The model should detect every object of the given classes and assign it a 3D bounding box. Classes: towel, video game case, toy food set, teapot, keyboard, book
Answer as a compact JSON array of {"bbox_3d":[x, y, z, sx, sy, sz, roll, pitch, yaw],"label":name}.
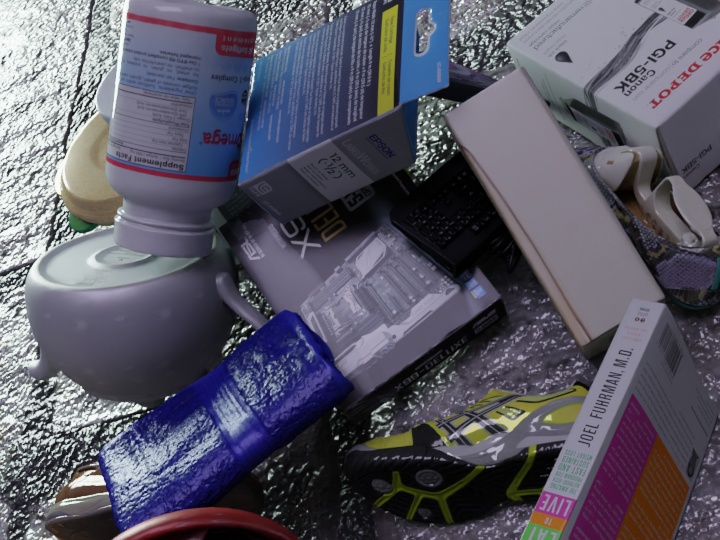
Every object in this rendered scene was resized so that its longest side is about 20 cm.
[{"bbox_3d":[-0.107,0.113,1.001,0.200,0.050,0.148,-39,20,-5],"label":"towel"},{"bbox_3d":[0.058,-0.178,1.214,0.200,0.142,0.019,35,114,56],"label":"video game case"},{"bbox_3d":[-0.231,-0.118,1.414,0.200,0.049,0.198,-37,43,-2],"label":"toy food set"},{"bbox_3d":[-0.188,0.052,1.177,0.196,0.147,0.200,-14,21,-18],"label":"teapot"},{"bbox_3d":[0.118,-0.069,1.104,0.104,0.040,0.200,39,50,11],"label":"keyboard"},{"bbox_3d":[0.171,0.138,0.881,0.048,0.134,0.201,10,59,37],"label":"book"}]

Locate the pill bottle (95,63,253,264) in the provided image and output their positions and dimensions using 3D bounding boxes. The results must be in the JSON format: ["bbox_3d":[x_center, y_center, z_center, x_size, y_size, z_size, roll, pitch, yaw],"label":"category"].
[{"bbox_3d":[-0.150,-0.106,1.243,0.112,0.200,0.114,-16,45,18],"label":"pill bottle"}]

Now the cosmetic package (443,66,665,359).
[{"bbox_3d":[0.146,-0.040,1.009,0.073,0.104,0.201,-31,76,5],"label":"cosmetic package"}]

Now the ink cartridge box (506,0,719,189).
[{"bbox_3d":[0.246,-0.176,1.147,0.147,0.083,0.200,-41,43,-8],"label":"ink cartridge box"}]

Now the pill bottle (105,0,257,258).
[{"bbox_3d":[-0.149,-0.117,1.097,0.108,0.108,0.201,19,106,41],"label":"pill bottle"}]

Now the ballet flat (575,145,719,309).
[{"bbox_3d":[0.227,-0.056,1.055,0.072,0.072,0.201,-34,48,1],"label":"ballet flat"}]

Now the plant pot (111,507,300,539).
[{"bbox_3d":[-0.100,0.269,0.887,0.200,0.201,0.183,-28,41,7],"label":"plant pot"}]

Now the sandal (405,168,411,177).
[{"bbox_3d":[0.004,-0.082,1.233,0.087,0.079,0.201,-41,34,54],"label":"sandal"}]

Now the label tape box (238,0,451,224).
[{"bbox_3d":[0.002,-0.139,1.072,0.199,0.066,0.144,-21,46,28],"label":"label tape box"}]

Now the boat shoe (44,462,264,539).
[{"bbox_3d":[-0.168,0.178,1.100,0.199,0.076,0.072,-9,47,23],"label":"boat shoe"}]

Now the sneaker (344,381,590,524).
[{"bbox_3d":[0.087,0.132,0.993,0.199,0.076,0.077,-7,41,13],"label":"sneaker"}]

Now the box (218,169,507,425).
[{"bbox_3d":[0.000,0.000,1.115,0.157,0.050,0.200,-35,67,-1],"label":"box"}]
